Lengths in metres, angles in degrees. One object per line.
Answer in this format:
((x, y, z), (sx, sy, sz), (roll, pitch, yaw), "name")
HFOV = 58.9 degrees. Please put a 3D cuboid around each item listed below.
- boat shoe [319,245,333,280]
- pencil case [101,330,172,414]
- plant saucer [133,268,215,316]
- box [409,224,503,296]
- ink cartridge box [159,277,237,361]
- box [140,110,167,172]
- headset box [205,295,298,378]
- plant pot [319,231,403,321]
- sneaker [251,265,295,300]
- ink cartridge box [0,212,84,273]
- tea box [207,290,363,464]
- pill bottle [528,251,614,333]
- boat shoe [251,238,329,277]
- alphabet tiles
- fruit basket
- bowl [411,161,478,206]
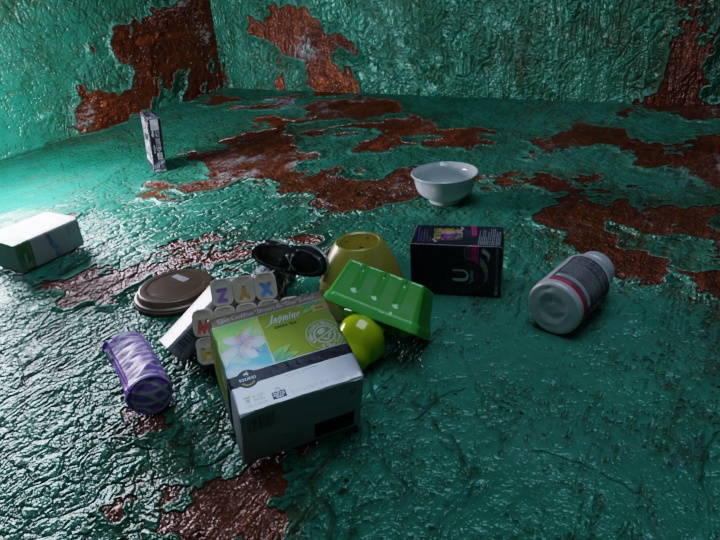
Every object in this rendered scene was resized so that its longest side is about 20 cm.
((-0.034, -0.028, 1.522), (0.062, 0.072, 0.200), (11, 27, 24), "boat shoe")
((-0.404, 0.179, 1.147), (0.085, 0.085, 0.199), (19, 7, -39), "pencil case")
((-0.430, 0.045, 1.484), (0.197, 0.030, 0.201), (-5, 26, 2), "plant saucer")
((0.214, -0.024, 1.405), (0.197, 0.124, 0.106), (2, 28, 15), "box")
((-0.327, 0.082, 1.244), (0.163, 0.057, 0.199), (-49, 31, -14), "ink cartridge box")
((-0.782, -0.490, 2.408), (0.049, 0.202, 0.158), (-12, 28, -23), "box")
((-0.210, 0.126, 1.232), (0.197, 0.078, 0.149), (-6, 27, -5), "headset box")
((0.000, 0.000, 1.372), (0.197, 0.144, 0.201), (-4, 26, 2), "plant pot")
((-0.211, 0.029, 1.447), (0.084, 0.078, 0.200), (-9, 18, 15), "sneaker")
((-0.889, -0.081, 1.744), (0.144, 0.088, 0.200), (12, 33, 29), "ink cartridge box")
((-0.122, 0.165, 1.021), (0.198, 0.135, 0.197), (-15, 46, -20), "tea box")
((0.427, 0.035, 1.267), (0.110, 0.112, 0.199), (18, 35, 38), "pill bottle")
((-0.153, -0.022, 1.369), (0.198, 0.077, 0.060), (9, 18, 40), "boat shoe")
((-0.199, 0.107, 1.143), (0.197, 0.198, 0.015), (-8, 4, -6), "alphabet tiles")
((0.023, 0.102, 1.203), (0.213, 0.219, 0.155), (5, -9, 19), "fruit basket")
((0.250, -0.250, 1.885), (0.198, 0.091, 0.202), (-5, 26, 2), "bowl")
